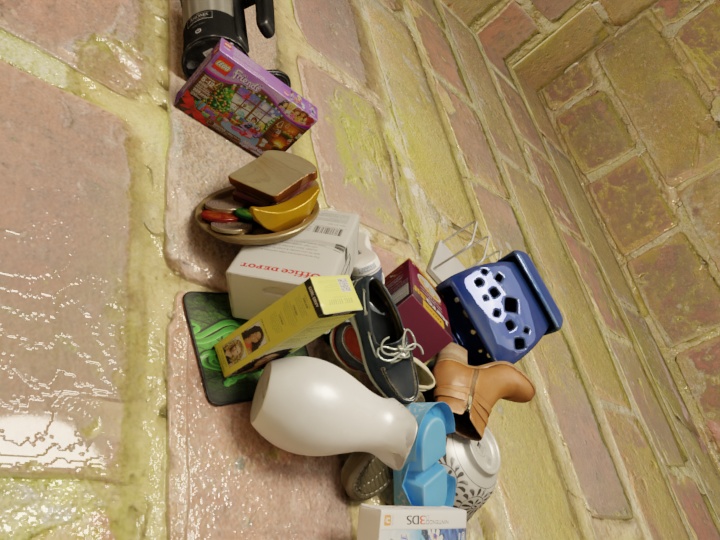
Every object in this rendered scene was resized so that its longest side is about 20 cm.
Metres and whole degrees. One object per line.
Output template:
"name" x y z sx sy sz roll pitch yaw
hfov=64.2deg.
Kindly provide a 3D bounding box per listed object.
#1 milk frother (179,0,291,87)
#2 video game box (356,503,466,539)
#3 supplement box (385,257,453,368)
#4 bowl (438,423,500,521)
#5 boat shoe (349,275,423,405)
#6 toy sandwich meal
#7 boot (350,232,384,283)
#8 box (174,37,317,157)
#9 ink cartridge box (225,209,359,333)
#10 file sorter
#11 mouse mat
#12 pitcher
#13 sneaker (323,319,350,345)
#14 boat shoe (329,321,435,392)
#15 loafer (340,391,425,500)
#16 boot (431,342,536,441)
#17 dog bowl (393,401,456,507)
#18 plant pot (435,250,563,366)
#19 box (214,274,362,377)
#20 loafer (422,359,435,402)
"milk frother" -0.230 -0.409 1.064 0.200 0.179 0.189 86 -6 -59
"video game box" 0.065 0.407 0.732 0.182 0.047 0.201 20 68 -39
"supplement box" 0.093 0.070 1.029 0.110 0.086 0.200 47 15 -12
"bowl" 0.172 0.312 0.967 0.200 0.094 0.202 32 40 -31
"boat shoe" 0.041 0.101 0.831 0.075 0.062 0.201 -18 89 -32
"toy sandwich meal" -0.148 -0.111 0.852 0.204 0.071 0.206 1 33 -1
"boot" 0.000 0.000 1.018 0.200 0.072 0.091 -112 -177 -68
"box" -0.190 -0.276 0.970 0.199 0.137 0.039 29 41 -35
"ink cartridge box" -0.091 -0.010 0.846 0.145 0.085 0.200 9 36 9
"file sorter" 0.273 0.009 1.333 0.200 0.124 0.139 48 34 -13
"mouse mat" -0.149 0.104 0.813 0.199 0.008 0.162 4 59 -50
"pitcher" -0.043 0.182 0.776 0.199 0.122 0.172 20 4 -17
"sneaker" -0.034 0.071 0.930 0.200 0.071 0.083 57 26 -4
"boat shoe" 0.036 0.138 0.894 0.200 0.062 0.071 39 60 -32
"loafer" 0.028 0.255 0.857 0.200 0.067 0.076 -41 124 -43
"boot" 0.208 0.214 0.958 0.199 0.077 0.156 30 36 -11
"dog bowl" 0.093 0.288 0.848 0.111 0.049 0.201 -14 105 -51
"plant pot" 0.271 0.080 1.143 0.179 0.200 0.201 -26 81 -11
"box" -0.095 0.072 0.720 0.075 0.200 0.050 -4 65 -51
"loafer" 0.137 0.200 1.049 0.200 0.068 0.071 6 46 -53
